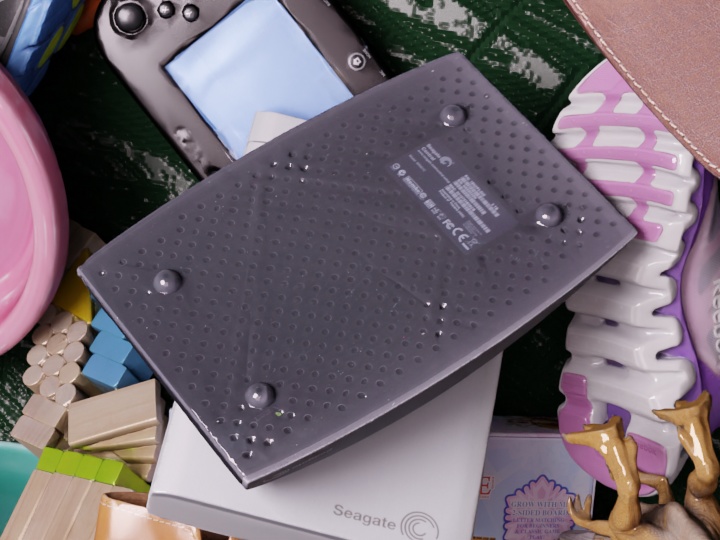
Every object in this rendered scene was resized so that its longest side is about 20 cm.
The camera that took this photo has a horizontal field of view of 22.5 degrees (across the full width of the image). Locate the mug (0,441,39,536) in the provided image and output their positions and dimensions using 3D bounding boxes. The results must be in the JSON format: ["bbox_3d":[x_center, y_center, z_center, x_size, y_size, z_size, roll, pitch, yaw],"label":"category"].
[{"bbox_3d":[-0.184,0.164,0.880,0.152,0.185,0.114,5,140,-20],"label":"mug"}]

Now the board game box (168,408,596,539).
[{"bbox_3d":[0.005,0.166,0.840,0.200,0.041,0.200,3,97,-16],"label":"board game box"}]

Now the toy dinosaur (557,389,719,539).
[{"bbox_3d":[0.133,0.109,0.731,0.060,0.200,0.106,-19,95,-11],"label":"toy dinosaur"}]

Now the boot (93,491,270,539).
[{"bbox_3d":[-0.110,0.171,0.753,0.200,0.077,0.155,2,99,-9],"label":"boot"}]

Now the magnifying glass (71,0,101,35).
[{"bbox_3d":[-0.060,-0.169,0.877,0.200,0.022,0.080,-25,91,12],"label":"magnifying glass"}]

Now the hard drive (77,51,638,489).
[{"bbox_3d":[0.000,0.000,0.752,0.200,0.042,0.135,-32,63,-21],"label":"hard drive"}]

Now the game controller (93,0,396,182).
[{"bbox_3d":[-0.034,-0.073,0.859,0.104,0.042,0.200,-37,95,15],"label":"game controller"}]

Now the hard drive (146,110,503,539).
[{"bbox_3d":[-0.004,0.029,0.783,0.132,0.027,0.200,15,57,-4],"label":"hard drive"}]

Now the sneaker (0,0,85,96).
[{"bbox_3d":[-0.189,-0.113,0.865,0.083,0.071,0.200,36,119,-4],"label":"sneaker"}]

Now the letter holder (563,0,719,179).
[{"bbox_3d":[0.148,-0.150,0.740,0.142,0.101,0.200,-36,87,16],"label":"letter holder"}]

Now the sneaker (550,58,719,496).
[{"bbox_3d":[0.137,-0.004,0.806,0.080,0.088,0.200,18,118,47],"label":"sneaker"}]

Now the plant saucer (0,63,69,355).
[{"bbox_3d":[-0.222,-0.047,0.848,0.200,0.051,0.201,11,123,18],"label":"plant saucer"}]

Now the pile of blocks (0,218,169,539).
[{"bbox_3d":[-0.119,0.069,0.859,0.082,0.062,0.200,-14,55,17],"label":"pile of blocks"}]
